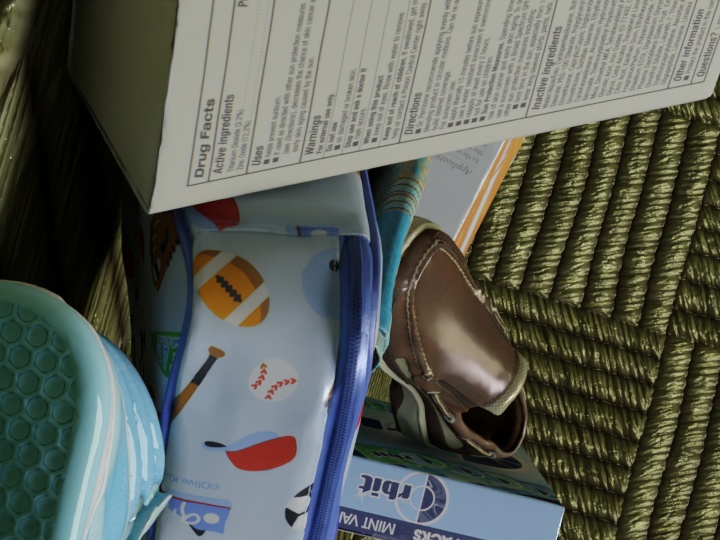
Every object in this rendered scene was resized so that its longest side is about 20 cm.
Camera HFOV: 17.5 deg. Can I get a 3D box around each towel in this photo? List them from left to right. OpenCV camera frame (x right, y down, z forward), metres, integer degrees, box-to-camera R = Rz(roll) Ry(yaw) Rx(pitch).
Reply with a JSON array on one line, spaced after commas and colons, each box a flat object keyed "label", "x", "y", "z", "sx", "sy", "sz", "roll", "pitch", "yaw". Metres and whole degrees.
[{"label": "towel", "x": 0.000, "y": 0.000, "z": 1.041, "sx": 0.147, "sy": 0.022, "sz": 0.200, "roll": 121, "pitch": -10, "yaw": -47}]

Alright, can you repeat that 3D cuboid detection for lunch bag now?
[{"label": "lunch bag", "x": -0.042, "y": 0.003, "z": 0.780, "sx": 0.200, "sy": 0.075, "sz": 0.161, "roll": -98, "pitch": -168, "yaw": -47}]

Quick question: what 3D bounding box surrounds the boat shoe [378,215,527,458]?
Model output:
[{"label": "boat shoe", "x": 0.052, "y": 0.039, "z": 1.191, "sx": 0.075, "sy": 0.075, "sz": 0.202, "roll": -59, "pitch": 158, "yaw": -16}]

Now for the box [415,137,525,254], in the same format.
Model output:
[{"label": "box", "x": 0.026, "y": -0.058, "z": 1.301, "sx": 0.200, "sy": 0.097, "sz": 0.124, "roll": -62, "pitch": 174, "yaw": -7}]

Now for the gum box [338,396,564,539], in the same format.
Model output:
[{"label": "gum box", "x": 0.014, "y": 0.109, "z": 1.299, "sx": 0.200, "sy": 0.169, "sz": 0.045, "roll": -113, "pitch": -143, "yaw": -82}]

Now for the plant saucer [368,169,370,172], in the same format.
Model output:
[{"label": "plant saucer", "x": -0.014, "y": -0.060, "z": 1.109, "sx": 0.200, "sy": 0.027, "sz": 0.200, "roll": -59, "pitch": -172, "yaw": 14}]

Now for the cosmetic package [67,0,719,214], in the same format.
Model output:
[{"label": "cosmetic package", "x": 0.019, "y": -0.093, "z": 0.701, "sx": 0.073, "sy": 0.199, "sz": 0.104, "roll": 58, "pitch": -32, "yaw": 38}]

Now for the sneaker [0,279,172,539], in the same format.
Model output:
[{"label": "sneaker", "x": -0.102, "y": 0.104, "z": 0.657, "sx": 0.131, "sy": 0.079, "sz": 0.201, "roll": 15, "pitch": 91, "yaw": -84}]
